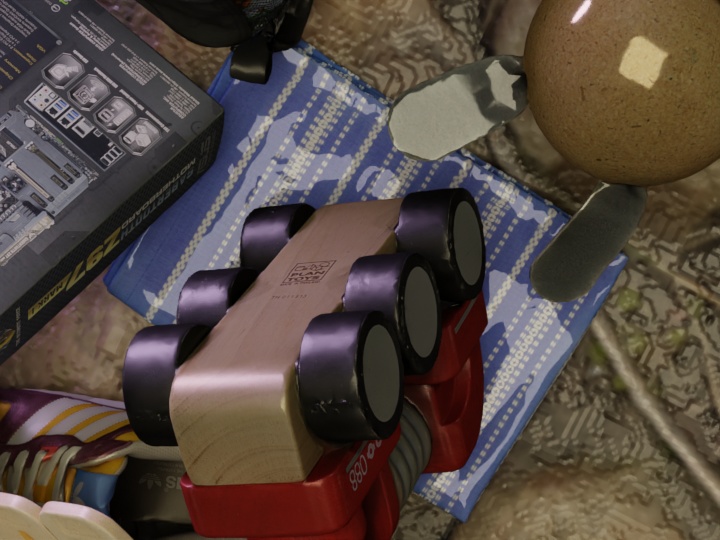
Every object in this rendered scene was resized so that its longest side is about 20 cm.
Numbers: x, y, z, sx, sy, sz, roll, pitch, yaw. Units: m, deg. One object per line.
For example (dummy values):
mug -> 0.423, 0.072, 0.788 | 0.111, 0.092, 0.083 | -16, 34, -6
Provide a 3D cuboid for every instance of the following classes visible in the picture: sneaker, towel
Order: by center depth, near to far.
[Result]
sneaker -> -0.127, 0.091, 0.817 | 0.199, 0.090, 0.075 | -3, 94, 6
towel -> 0.000, 0.000, 0.831 | 0.200, 0.024, 0.145 | 32, 97, 3

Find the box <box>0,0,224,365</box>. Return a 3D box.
box -> -0.181, -0.069, 0.783 | 0.200, 0.051, 0.158 | 39, 61, 10

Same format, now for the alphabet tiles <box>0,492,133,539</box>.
alphabet tiles -> -0.096, 0.154, 0.773 | 0.200, 0.196, 0.015 | 3, 51, 39

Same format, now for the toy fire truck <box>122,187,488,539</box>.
toy fire truck -> 0.015, 0.085, 0.746 | 0.128, 0.176, 0.201 | -5, 113, 22

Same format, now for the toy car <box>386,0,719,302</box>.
toy car -> 0.114, -0.088, 0.740 | 0.164, 0.158, 0.200 | 44, 93, -8

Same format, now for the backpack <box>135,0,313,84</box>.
backpack -> -0.064, -0.215, 0.763 | 0.200, 0.154, 0.191 | 38, 82, 8
